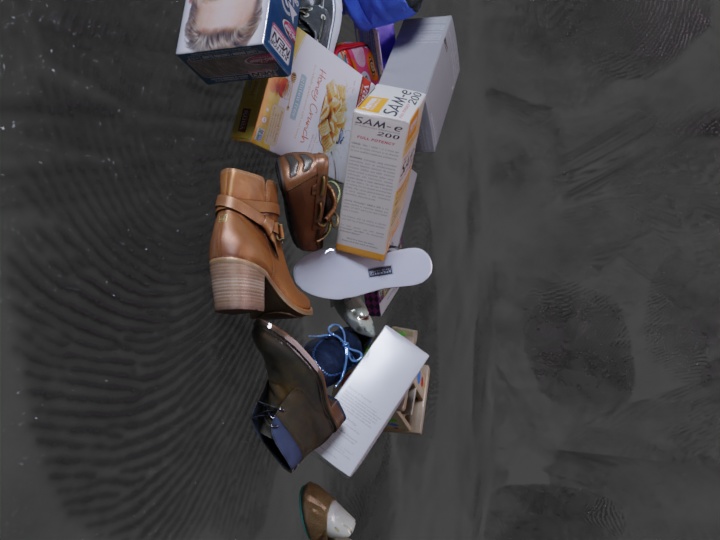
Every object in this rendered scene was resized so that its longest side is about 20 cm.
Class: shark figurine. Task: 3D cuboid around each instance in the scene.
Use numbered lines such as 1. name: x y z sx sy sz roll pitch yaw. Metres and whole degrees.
1. shark figurine: -0.017 0.018 0.962 0.215 0.128 0.090 -67 -176 -49

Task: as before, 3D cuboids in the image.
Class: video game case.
1. video game case: 0.041 -0.040 1.172 0.181 0.036 0.201 -51 138 -59

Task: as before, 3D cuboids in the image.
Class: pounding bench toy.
1. pounding bench toy: 0.043 0.159 1.058 0.156 0.124 0.201 62 34 -54

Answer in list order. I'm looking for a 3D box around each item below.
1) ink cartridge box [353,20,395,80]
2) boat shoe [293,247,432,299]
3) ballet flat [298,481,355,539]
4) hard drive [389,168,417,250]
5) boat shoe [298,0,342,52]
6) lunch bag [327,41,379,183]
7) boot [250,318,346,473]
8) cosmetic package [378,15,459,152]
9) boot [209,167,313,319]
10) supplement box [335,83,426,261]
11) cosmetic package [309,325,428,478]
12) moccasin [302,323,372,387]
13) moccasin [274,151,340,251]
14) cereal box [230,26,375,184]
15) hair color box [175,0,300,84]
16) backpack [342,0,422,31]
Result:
1. ink cartridge box: 0.038 -0.315 1.020 0.200 0.043 0.199 -111 -171 -60
2. boat shoe: 0.000 0.000 0.879 0.068 0.199 0.072 169 -87 -76
3. ballet flat: -0.040 0.399 0.908 0.068 0.072 0.201 -51 138 -61
4. hard drive: 0.034 -0.097 1.057 0.132 0.026 0.201 23 80 -53
5. boat shoe: -0.068 -0.312 0.804 0.057 0.068 0.201 15 76 -60
6. lunch bag: -0.031 -0.233 0.908 0.176 0.082 0.201 -44 130 -59
7. boot: -0.092 0.153 0.723 0.097 0.075 0.200 -48 127 -27
8. cosmetic package: 0.090 -0.286 0.935 0.107 0.090 0.200 67 32 -52
9. boot: -0.106 -0.023 0.708 0.200 0.073 0.155 33 54 -73
10. supplement box: 0.027 -0.132 0.821 0.126 0.073 0.200 -64 166 -55
11. cosmetic package: 0.009 0.189 0.871 0.200 0.081 0.113 -54 171 -20
12. moccasin: -0.032 0.111 0.900 0.081 0.068 0.200 53 16 -1
13. moccasin: -0.059 -0.085 0.777 0.202 0.077 0.074 88 -12 -61
14. cereal box: -0.062 -0.200 0.757 0.200 0.039 0.144 12 94 -56
15. hair color box: -0.115 -0.297 0.620 0.061 0.100 0.201 35 57 -66
16. backpack: 0.022 -0.447 0.894 0.163 0.167 0.200 51 38 -38
